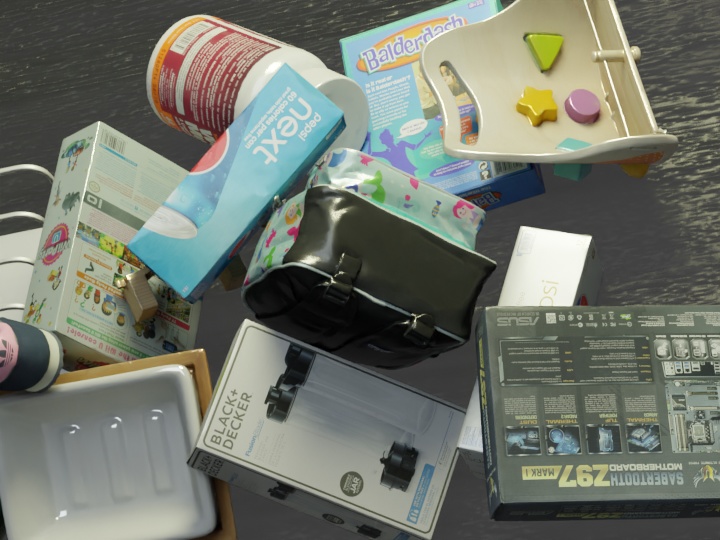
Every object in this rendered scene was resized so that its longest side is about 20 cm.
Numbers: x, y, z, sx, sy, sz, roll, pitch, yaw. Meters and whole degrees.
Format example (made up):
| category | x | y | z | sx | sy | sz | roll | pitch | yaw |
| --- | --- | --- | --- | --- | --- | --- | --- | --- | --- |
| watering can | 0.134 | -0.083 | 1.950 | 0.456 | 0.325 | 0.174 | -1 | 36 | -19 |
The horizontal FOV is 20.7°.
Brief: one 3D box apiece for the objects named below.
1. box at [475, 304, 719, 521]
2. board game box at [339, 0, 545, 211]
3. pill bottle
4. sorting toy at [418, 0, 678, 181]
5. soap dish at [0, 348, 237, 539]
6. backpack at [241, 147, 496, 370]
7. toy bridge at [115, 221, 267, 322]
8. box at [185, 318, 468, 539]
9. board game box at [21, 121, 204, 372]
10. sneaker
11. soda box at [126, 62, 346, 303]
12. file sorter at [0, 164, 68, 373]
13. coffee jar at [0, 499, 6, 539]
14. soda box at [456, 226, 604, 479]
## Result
| category | x | y | z | sx | sy | sz | roll | pitch | yaw |
| --- | --- | --- | --- | --- | --- | --- | --- | --- | --- |
| box | 0.192 | 0.107 | 1.496 | 0.198 | 0.051 | 0.159 | -1 | 66 | -6 |
| board game box | 0.070 | -0.138 | 1.735 | 0.151 | 0.045 | 0.201 | -17 | 58 | 13 |
| pill bottle | -0.092 | -0.153 | 1.750 | 0.199 | 0.110 | 0.110 | 26 | 73 | 42 |
| sorting toy | 0.146 | -0.149 | 1.639 | 0.179 | 0.107 | 0.201 | -6 | 57 | -10 |
| soap dish | -0.202 | 0.157 | 1.626 | 0.199 | 0.081 | 0.159 | -11 | 89 | 15 |
| backpack | 0.000 | 0.000 | 1.591 | 0.177 | 0.200 | 0.151 | 24 | 66 | -12 |
| toy bridge | -0.119 | -0.016 | 1.684 | 0.199 | 0.027 | 0.068 | -18 | 72 | -26 |
| box | -0.025 | 0.133 | 1.556 | 0.199 | 0.060 | 0.117 | 23 | 68 | -4 |
| board game box | -0.205 | -0.004 | 1.701 | 0.064 | 0.147 | 0.201 | -20 | 52 | 42 |
| sneaker | -0.341 | 0.061 | 1.605 | 0.199 | 0.082 | 0.071 | -2 | 79 | 31 |
| soda box | -0.100 | -0.070 | 1.615 | 0.068 | 0.064 | 0.200 | 40 | 87 | 5 |
| file sorter | -0.320 | 0.027 | 1.748 | 0.138 | 0.125 | 0.201 | -11 | 60 | 16 |
| coffee jar | -0.358 | 0.239 | 1.659 | 0.104 | 0.085 | 0.201 | 23 | 69 | -6 |
| soda box | 0.138 | 0.069 | 1.579 | 0.063 | 0.068 | 0.201 | 9 | 66 | 22 |
